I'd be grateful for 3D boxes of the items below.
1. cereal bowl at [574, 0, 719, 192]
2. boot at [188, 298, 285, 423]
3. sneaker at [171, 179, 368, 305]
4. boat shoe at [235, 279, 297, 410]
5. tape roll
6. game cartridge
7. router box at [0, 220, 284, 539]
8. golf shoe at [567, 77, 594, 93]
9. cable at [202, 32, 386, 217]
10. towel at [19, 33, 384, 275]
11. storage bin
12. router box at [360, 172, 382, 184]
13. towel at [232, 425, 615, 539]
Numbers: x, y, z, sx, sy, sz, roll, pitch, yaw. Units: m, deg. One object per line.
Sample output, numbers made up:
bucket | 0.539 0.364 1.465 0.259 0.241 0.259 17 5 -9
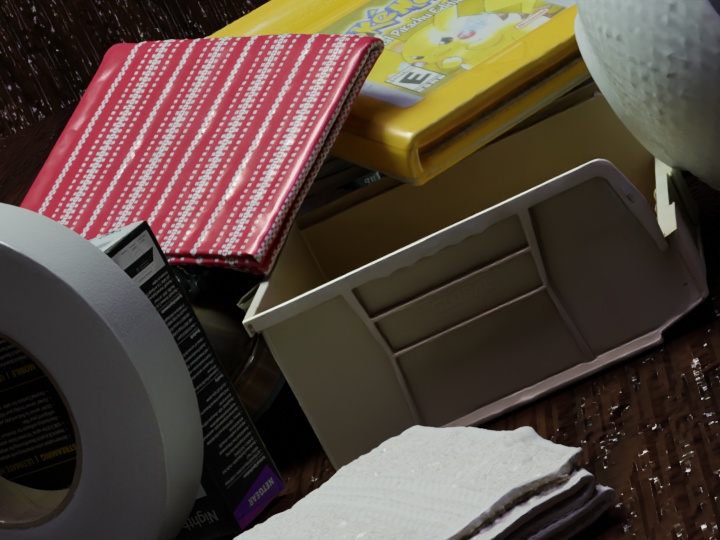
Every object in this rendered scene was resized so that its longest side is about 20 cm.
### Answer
cereal bowl | 0.165 -0.109 1.472 0.083 0.200 0.200 -36 7 21
boot | -0.111 0.029 1.549 0.075 0.097 0.200 -61 20 -12
sneaker | -0.081 -0.005 1.700 0.199 0.076 0.088 -21 -37 -24
boat shoe | 0.000 0.000 1.631 0.200 0.073 0.063 -30 26 -16
tape roll | -0.168 0.065 1.399 0.202 0.203 0.037 -19 13 35
game cartridge | 0.025 -0.119 1.580 0.176 0.033 0.200 -33 36 -29
router box | -0.155 0.076 1.456 0.200 0.150 0.051 -19 13 33
golf shoe | 0.131 -0.081 1.695 0.200 0.088 0.077 -27 12 4
cable | -0.051 -0.090 1.694 0.199 0.069 0.200 -10 23 23
towel | -0.089 -0.060 1.530 0.200 0.022 0.145 2 57 43
storage bin | 0.062 -0.002 1.462 0.198 0.094 0.200 -25 10 10
router box | 0.031 -0.070 1.972 0.157 0.052 0.200 -20 12 30
towel | 0.010 0.108 1.223 0.132 0.035 0.200 -30 11 -22
